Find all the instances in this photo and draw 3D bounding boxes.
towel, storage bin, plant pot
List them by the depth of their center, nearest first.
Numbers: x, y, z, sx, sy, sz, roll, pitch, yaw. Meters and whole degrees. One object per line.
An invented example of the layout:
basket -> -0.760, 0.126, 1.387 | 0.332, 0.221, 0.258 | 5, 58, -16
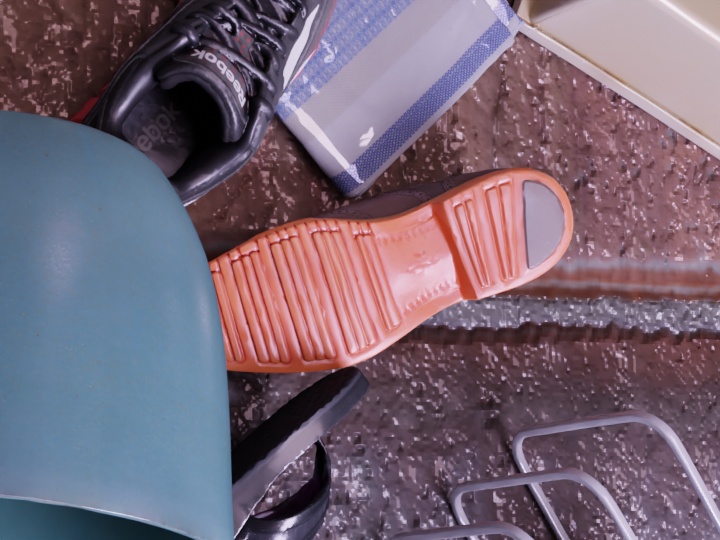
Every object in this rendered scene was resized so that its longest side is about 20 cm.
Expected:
plant pot -> -0.144, 0.033, 0.769 | 0.200, 0.201, 0.161 | 15, 66, -29
towel -> -0.020, -0.151, 0.967 | 0.200, 0.024, 0.147 | 50, 64, -14
storage bin -> 0.211, -0.182, 1.073 | 0.200, 0.094, 0.199 | 29, 68, -25

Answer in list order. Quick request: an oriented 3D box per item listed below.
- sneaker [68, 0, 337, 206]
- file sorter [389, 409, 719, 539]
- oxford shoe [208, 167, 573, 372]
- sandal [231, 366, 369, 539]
sneaker -> -0.060, -0.095, 0.875 | 0.071, 0.098, 0.200 | 42, 71, -14
file sorter -> 0.069, 0.172, 0.908 | 0.200, 0.139, 0.125 | -36, 99, -31
oxford shoe -> 0.000, 0.000, 0.937 | 0.200, 0.073, 0.071 | -15, 101, -14
sandal -> -0.062, 0.124, 0.873 | 0.048, 0.075, 0.200 | 47, 71, -12
